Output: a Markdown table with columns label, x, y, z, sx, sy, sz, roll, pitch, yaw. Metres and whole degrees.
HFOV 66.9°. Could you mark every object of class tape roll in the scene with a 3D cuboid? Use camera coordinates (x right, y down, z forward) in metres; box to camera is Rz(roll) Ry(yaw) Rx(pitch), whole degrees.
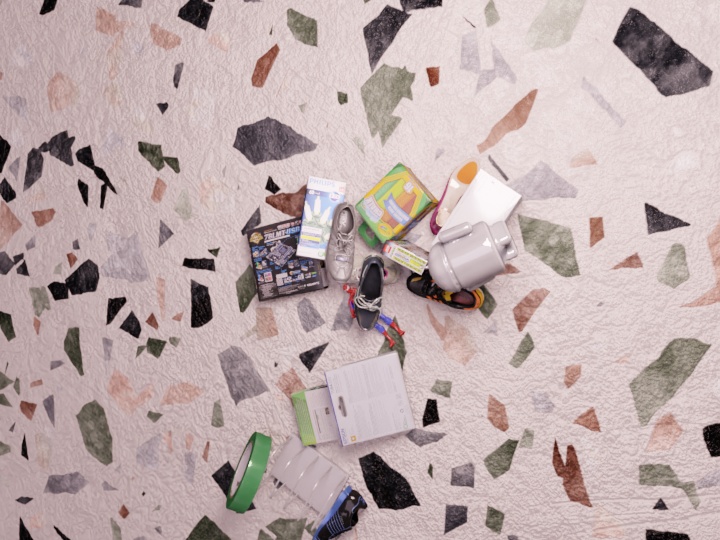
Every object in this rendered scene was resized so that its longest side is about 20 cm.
| label | x | y | z | sx | sy | sz | roll | pitch | yaw |
| --- | --- | --- | --- | --- | --- | --- | --- | --- | --- |
| tape roll | -0.299 | 0.539 | 1.460 | 0.047 | 0.201 | 0.203 | 23 | 101 | -12 |

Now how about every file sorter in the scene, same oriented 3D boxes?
| label | x | y | z | sx | sy | sz | roll | pitch | yaw |
| --- | --- | --- | --- | --- | --- | --- | --- | --- | --- |
| file sorter | -0.157 | 0.565 | 1.455 | 0.198 | 0.124 | 0.140 | 32 | 102 | 13 |

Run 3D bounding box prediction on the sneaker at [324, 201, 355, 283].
| label | x | y | z | sx | sy | sz | roll | pitch | yaw |
| --- | --- | --- | --- | --- | --- | --- | --- | --- | --- |
| sneaker | -0.048 | -0.071 | 1.334 | 0.073 | 0.082 | 0.205 | 1 | 88 | -7 |

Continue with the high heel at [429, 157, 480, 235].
| label | x | y | z | sx | sy | sz | roll | pitch | yaw |
| --- | --- | --- | --- | --- | --- | --- | --- | --- | --- |
| high heel | 0.231 | -0.179 | 1.337 | 0.066 | 0.096 | 0.203 | 24 | 81 | 3 |

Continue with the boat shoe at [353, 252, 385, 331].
| label | x | y | z | sx | sy | sz | roll | pitch | yaw |
| --- | --- | --- | --- | --- | --- | --- | --- | --- | --- |
| boat shoe | 0.024 | 0.060 | 1.314 | 0.073 | 0.062 | 0.204 | 10 | 111 | -3 |

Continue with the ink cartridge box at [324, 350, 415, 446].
| label | x | y | z | sx | sy | sz | roll | pitch | yaw |
| --- | --- | --- | --- | --- | --- | --- | --- | --- | --- |
| ink cartridge box | 0.024 | 0.328 | 1.402 | 0.196 | 0.043 | 0.200 | -14 | 89 | 3 |

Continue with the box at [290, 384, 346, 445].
| label | x | y | z | sx | sy | sz | roll | pitch | yaw |
| --- | --- | --- | --- | --- | --- | --- | --- | --- | --- |
| box | -0.081 | 0.381 | 1.467 | 0.196 | 0.036 | 0.147 | -14 | 88 | 17 |

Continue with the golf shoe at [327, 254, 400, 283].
| label | x | y | z | sx | sy | sz | roll | pitch | yaw |
| --- | --- | --- | --- | --- | --- | --- | --- | --- | --- |
| golf shoe | 0.000 | 0.000 | 1.390 | 0.196 | 0.091 | 0.077 | -1 | 94 | 19 |

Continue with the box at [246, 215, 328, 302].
| label | x | y | z | sx | sy | sz | roll | pitch | yaw |
| --- | --- | --- | --- | --- | --- | --- | --- | --- | --- |
| box | -0.199 | -0.032 | 1.474 | 0.196 | 0.050 | 0.203 | -13 | 87 | 16 |

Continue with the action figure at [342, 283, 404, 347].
| label | x | y | z | sx | sy | sz | roll | pitch | yaw |
| --- | --- | --- | --- | --- | --- | --- | --- | --- | --- |
| action figure | 0.019 | 0.108 | 1.389 | 0.200 | 0.099 | 0.065 | 45 | 103 | 13 |

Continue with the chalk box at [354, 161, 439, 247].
| label | x | y | z | sx | sy | sz | roll | pitch | yaw |
| --- | --- | --- | --- | --- | --- | --- | --- | --- | --- |
| chalk box | 0.075 | -0.145 | 1.339 | 0.200 | 0.124 | 0.125 | -43 | 80 | 15 |

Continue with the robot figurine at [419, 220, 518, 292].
| label | x | y | z | sx | sy | sz | roll | pitch | yaw |
| --- | --- | --- | --- | --- | --- | --- | --- | --- | --- |
| robot figurine | 0.224 | -0.027 | 1.139 | 0.197 | 0.114 | 0.171 | -25 | 122 | 16 |

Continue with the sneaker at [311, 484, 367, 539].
| label | x | y | z | sx | sy | sz | roll | pitch | yaw |
| --- | --- | --- | --- | --- | --- | --- | --- | --- | --- |
| sneaker | -0.057 | 0.675 | 1.456 | 0.077 | 0.070 | 0.202 | 35 | 103 | 18 |

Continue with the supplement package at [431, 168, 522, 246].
| label | x | y | z | sx | sy | sz | roll | pitch | yaw |
| --- | --- | --- | --- | --- | --- | --- | --- | --- | --- |
| supplement package | 0.272 | -0.112 | 1.260 | 0.110 | 0.155 | 0.202 | 35 | 102 | 12 |

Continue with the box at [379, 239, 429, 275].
| label | x | y | z | sx | sy | sz | roll | pitch | yaw |
| --- | --- | --- | --- | --- | --- | --- | --- | --- | --- |
| box | 0.125 | -0.034 | 1.290 | 0.109 | 0.200 | 0.035 | 28 | 101 | 15 |

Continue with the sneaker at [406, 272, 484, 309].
| label | x | y | z | sx | sy | sz | roll | pitch | yaw |
| --- | --- | --- | --- | --- | --- | --- | --- | --- | --- |
| sneaker | 0.201 | 0.047 | 1.326 | 0.196 | 0.090 | 0.071 | 16 | 98 | 16 |

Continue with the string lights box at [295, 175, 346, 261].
| label | x | y | z | sx | sy | sz | roll | pitch | yaw |
| --- | --- | --- | --- | --- | --- | --- | --- | --- | --- |
| string lights box | -0.101 | -0.130 | 1.401 | 0.101 | 0.059 | 0.204 | 9 | 87 | -7 |
